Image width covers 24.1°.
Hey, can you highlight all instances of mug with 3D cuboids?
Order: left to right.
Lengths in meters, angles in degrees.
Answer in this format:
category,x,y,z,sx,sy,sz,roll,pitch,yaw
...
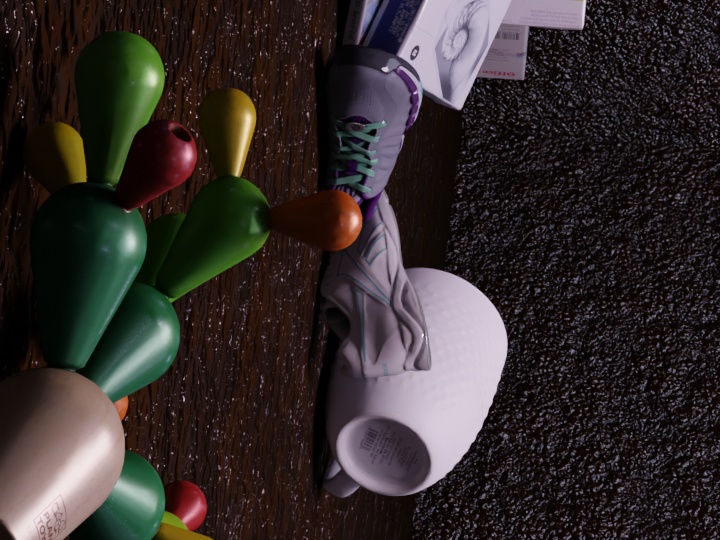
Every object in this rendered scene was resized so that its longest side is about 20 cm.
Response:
category,x,y,z,sx,sy,sz,roll,pitch,yaw
mug,0.029,0.123,1.493,0.200,0.147,0.176,-51,-172,36

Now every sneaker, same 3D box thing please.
category,x,y,z,sx,sy,sz,roll,pitch,yaw
sneaker,0.000,0.000,1.371,0.071,0.079,0.202,76,-1,-53
sneaker,0.005,-0.095,1.274,0.200,0.073,0.089,83,19,-71

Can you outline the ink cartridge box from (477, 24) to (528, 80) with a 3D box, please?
category,x,y,z,sx,sy,sz,roll,pitch,yaw
ink cartridge box,0.207,-0.429,2.777,0.201,0.145,0.146,85,11,-64

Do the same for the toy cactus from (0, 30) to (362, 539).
category,x,y,z,sx,sy,sz,roll,pitch,yaw
toy cactus,-0.072,0.038,0.513,0.165,0.101,0.202,-60,165,-55

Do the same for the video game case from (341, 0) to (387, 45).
category,x,y,z,sx,sy,sz,roll,pitch,yaw
video game case,0.046,-0.263,1.333,0.143,0.018,0.202,-28,138,-50

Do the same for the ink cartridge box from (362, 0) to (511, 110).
category,x,y,z,sx,sy,sz,roll,pitch,yaw
ink cartridge box,0.094,-0.236,1.383,0.201,0.040,0.200,-65,155,5

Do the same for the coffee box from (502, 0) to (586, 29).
category,x,y,z,sx,sy,sz,roll,pitch,yaw
coffee box,0.120,-0.337,1.585,0.200,0.197,0.200,-62,157,-78
